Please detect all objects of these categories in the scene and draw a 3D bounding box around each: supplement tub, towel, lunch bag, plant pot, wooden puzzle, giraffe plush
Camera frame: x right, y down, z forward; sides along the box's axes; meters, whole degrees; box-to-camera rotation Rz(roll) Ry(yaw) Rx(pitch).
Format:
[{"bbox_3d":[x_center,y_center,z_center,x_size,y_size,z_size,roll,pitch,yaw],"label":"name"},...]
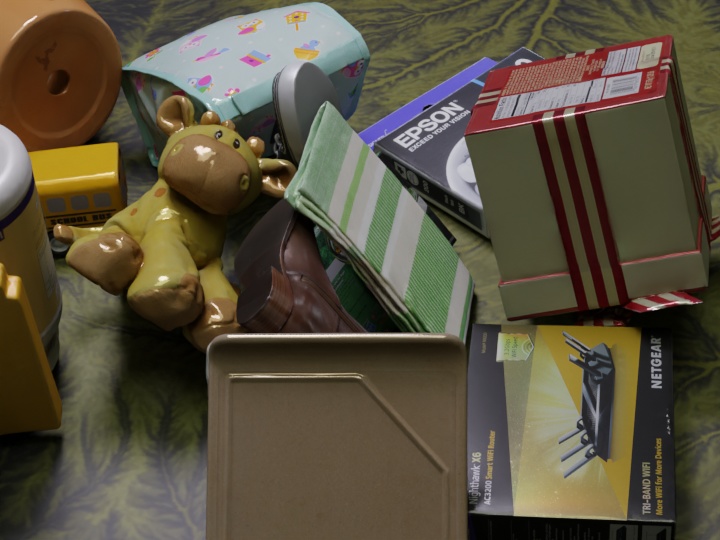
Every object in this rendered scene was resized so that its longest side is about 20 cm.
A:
[{"bbox_3d":[-0.313,-0.004,1.418,0.145,0.200,0.146,-3,40,3],"label":"supplement tub"},{"bbox_3d":[0.020,-0.025,1.436,0.023,0.200,0.153,-32,21,26],"label":"towel"},{"bbox_3d":[-0.099,-0.161,1.616,0.170,0.122,0.200,-27,17,-23],"label":"lunch bag"},{"bbox_3d":[-0.310,-0.187,1.635,0.200,0.200,0.140,-34,42,-29],"label":"plant pot"},{"bbox_3d":[-0.016,0.145,1.279,0.184,0.201,0.037,0,-3,6],"label":"wooden puzzle"},{"bbox_3d":[-0.135,-0.045,1.460,0.162,0.172,0.200,-56,27,2],"label":"giraffe plush"}]

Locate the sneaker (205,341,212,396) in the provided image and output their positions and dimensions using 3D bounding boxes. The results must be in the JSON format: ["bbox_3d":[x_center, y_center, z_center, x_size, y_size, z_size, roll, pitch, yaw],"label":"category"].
[{"bbox_3d":[-0.056,0.122,1.344,0.075,0.100,0.200,-34,49,-25],"label":"sneaker"}]

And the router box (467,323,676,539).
[{"bbox_3d":[0.155,0.126,1.352,0.157,0.052,0.200,1,42,7],"label":"router box"}]

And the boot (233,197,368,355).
[{"bbox_3d":[-0.007,0.050,1.388,0.064,0.200,0.187,-37,24,28],"label":"boot"}]

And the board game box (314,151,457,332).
[{"bbox_3d":[0.000,0.000,1.484,0.023,0.105,0.200,-24,21,45],"label":"board game box"}]

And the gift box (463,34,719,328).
[{"bbox_3d":[0.200,-0.064,1.437,0.199,0.187,0.185,-7,23,20],"label":"gift box"}]

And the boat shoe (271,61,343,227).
[{"bbox_3d":[-0.043,-0.093,1.517,0.056,0.200,0.069,6,51,25],"label":"boat shoe"}]

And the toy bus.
[{"bbox_3d":[-0.306,-0.057,1.589,0.199,0.078,0.065,-7,41,-2],"label":"toy bus"}]

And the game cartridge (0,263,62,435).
[{"bbox_3d":[-0.338,0.067,1.359,0.199,0.177,0.032,-6,48,0],"label":"game cartridge"}]

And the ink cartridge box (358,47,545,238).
[{"bbox_3d":[0.115,-0.130,1.655,0.198,0.043,0.200,-34,47,-28],"label":"ink cartridge box"}]
